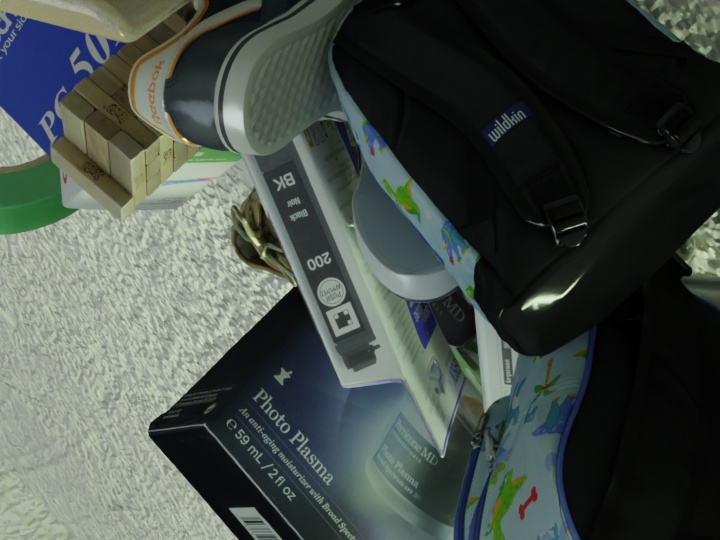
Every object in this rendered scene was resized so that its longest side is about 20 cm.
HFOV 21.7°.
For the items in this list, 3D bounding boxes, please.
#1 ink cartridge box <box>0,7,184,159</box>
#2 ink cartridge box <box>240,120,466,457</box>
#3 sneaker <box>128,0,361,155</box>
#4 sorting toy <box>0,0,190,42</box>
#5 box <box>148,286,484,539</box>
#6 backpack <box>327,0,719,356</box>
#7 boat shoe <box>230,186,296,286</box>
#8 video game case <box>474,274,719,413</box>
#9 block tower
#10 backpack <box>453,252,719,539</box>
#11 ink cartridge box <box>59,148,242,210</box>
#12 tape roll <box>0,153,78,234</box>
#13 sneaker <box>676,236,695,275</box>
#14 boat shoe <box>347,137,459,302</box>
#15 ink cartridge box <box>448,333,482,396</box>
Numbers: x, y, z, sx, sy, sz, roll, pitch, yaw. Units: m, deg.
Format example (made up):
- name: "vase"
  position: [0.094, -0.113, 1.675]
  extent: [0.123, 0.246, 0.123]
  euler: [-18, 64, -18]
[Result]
- name: "ink cartridge box"
  position: [-0.130, -0.164, 1.022]
  extent: [0.094, 0.201, 0.044]
  euler: [42, -164, 25]
- name: "ink cartridge box"
  position: [0.000, 0.000, 1.077]
  extent: [0.198, 0.043, 0.202]
  euler: [-49, -65, -79]
- name: "sneaker"
  position: [-0.039, -0.109, 0.937]
  extent: [0.079, 0.200, 0.079]
  euler: [10, 108, 26]
- name: "sorting toy"
  position: [-0.156, -0.162, 0.883]
  extent: [0.183, 0.200, 0.037]
  euler: [15, 113, 12]
- name: "box"
  position: [0.003, 0.110, 1.256]
  extent: [0.200, 0.198, 0.123]
  euler: [50, 156, -11]
- name: "backpack"
  position: [0.071, -0.070, 0.879]
  extent: [0.200, 0.163, 0.154]
  euler: [45, 173, 25]
- name: "boat shoe"
  position: [-0.051, -0.022, 1.230]
  extent: [0.200, 0.062, 0.074]
  euler: [150, 96, -86]
- name: "video game case"
  position: [0.155, 0.087, 0.995]
  extent: [0.180, 0.023, 0.202]
  euler: [4, 125, 17]
- name: "block tower"
  position: [-0.076, -0.117, 0.995]
  extent: [0.054, 0.200, 0.058]
  euler: [39, 158, 13]
- name: "backpack"
  position: [0.135, 0.123, 0.884]
  extent: [0.182, 0.201, 0.147]
  euler: [36, 131, -10]
- name: "ink cartridge box"
  position: [-0.130, -0.126, 1.153]
  extent: [0.200, 0.083, 0.147]
  euler: [155, 111, -68]
- name: "tape roll"
  position: [-0.256, -0.126, 1.317]
  extent: [0.200, 0.200, 0.048]
  euler: [42, 159, 9]
- name: "sneaker"
  position: [0.142, 0.004, 0.988]
  extent: [0.201, 0.075, 0.087]
  euler: [52, 153, -17]
- name: "boat shoe"
  position: [0.028, -0.034, 1.008]
  extent: [0.203, 0.074, 0.087]
  euler: [-104, 2, -51]
- name: "ink cartridge box"
  position: [0.123, 0.072, 1.134]
  extent: [0.104, 0.059, 0.200]
  euler: [50, 173, -10]
